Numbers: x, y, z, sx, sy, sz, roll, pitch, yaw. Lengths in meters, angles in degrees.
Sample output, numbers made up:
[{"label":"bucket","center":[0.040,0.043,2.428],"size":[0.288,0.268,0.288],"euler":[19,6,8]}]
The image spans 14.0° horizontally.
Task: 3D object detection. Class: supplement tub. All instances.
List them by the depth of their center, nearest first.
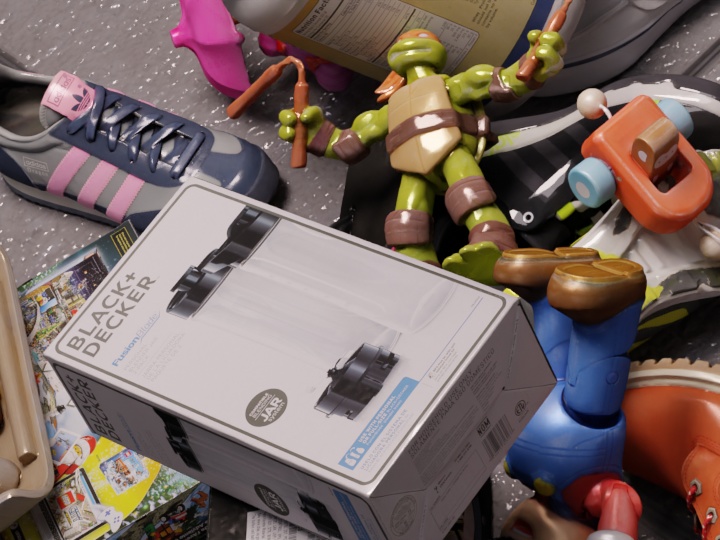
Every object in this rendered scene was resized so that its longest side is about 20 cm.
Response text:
[{"label":"supplement tub","center":[0.011,-0.178,1.555],"size":[0.145,0.199,0.145],"euler":[-51,27,40]}]

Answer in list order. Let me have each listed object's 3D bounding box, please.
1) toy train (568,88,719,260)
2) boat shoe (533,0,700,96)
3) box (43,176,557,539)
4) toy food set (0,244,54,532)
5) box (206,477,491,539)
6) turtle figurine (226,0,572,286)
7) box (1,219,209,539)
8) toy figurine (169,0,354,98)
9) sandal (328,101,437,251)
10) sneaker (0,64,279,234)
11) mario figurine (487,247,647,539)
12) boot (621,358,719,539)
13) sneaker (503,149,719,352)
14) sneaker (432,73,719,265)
[{"label":"toy train","center":[0.207,-0.065,1.439],"size":[0.200,0.056,0.151],"euler":[-33,83,-24]},{"label":"boat shoe","center":[0.156,-0.174,1.617],"size":[0.200,0.065,0.074],"euler":[-37,46,-8]},{"label":"box","center":[-0.029,0.043,1.288],"size":[0.199,0.060,0.117],"euler":[22,63,38]},{"label":"toy food set","center":[-0.240,0.080,1.545],"size":[0.143,0.060,0.201],"euler":[-39,45,25]},{"label":"box","center":[-0.002,0.130,1.357],"size":[0.086,0.164,0.201],"euler":[-13,46,15]},{"label":"turtle figurine","center":[0.028,-0.058,1.481],"size":[0.199,0.064,0.162],"euler":[-17,61,21]},{"label":"box","center":[-0.141,0.077,1.559],"size":[0.136,0.038,0.200],"euler":[-30,45,-1]},{"label":"toy figurine","center":[-0.020,-0.174,1.687],"size":[0.199,0.150,0.185],"euler":[29,80,14]},{"label":"sandal","center":[0.000,0.000,1.518],"size":[0.075,0.045,0.201],"euler":[-4,70,35]},{"label":"sneaker","center":[-0.141,-0.072,1.658],"size":[0.199,0.082,0.070],"euler":[9,55,31]},{"label":"mario figurine","center":[0.081,0.095,1.338],"size":[0.105,0.201,0.123],"euler":[1,9,10]},{"label":"boot","center":[0.174,0.109,1.358],"size":[0.199,0.075,0.108],"euler":[18,66,36]},{"label":"sneaker","center":[0.128,0.004,1.468],"size":[0.199,0.085,0.075],"euler":[-28,84,-26]},{"label":"sneaker","center":[0.112,-0.037,1.522],"size":[0.199,0.072,0.083],"euler":[-15,53,29]}]
